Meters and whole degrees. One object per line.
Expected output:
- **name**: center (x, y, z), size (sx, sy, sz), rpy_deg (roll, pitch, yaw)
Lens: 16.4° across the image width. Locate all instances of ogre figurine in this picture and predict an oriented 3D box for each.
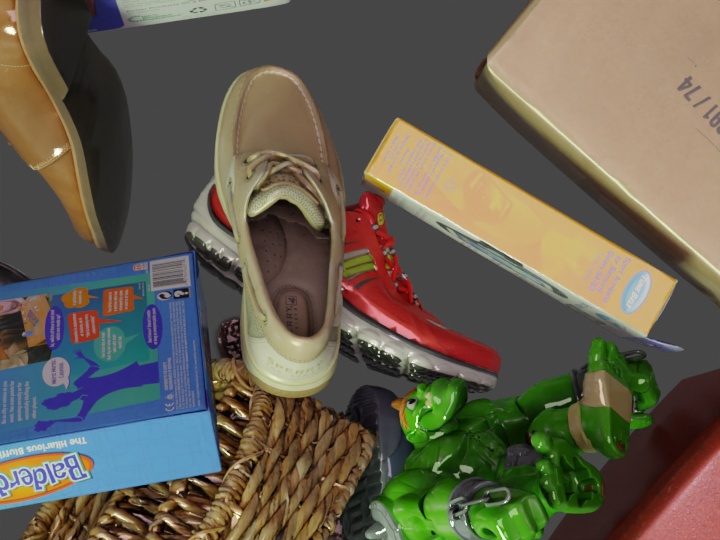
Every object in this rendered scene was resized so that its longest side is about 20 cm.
- **ogre figurine**: center (0.078, 0.103, 1.341), size (0.119, 0.200, 0.098), rpy_deg (-15, 123, 31)

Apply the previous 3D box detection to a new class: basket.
- **basket**: center (-0.101, 0.141, 1.339), size (0.149, 0.143, 0.200), rpy_deg (32, 62, -1)

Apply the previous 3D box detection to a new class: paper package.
- **paper package**: center (0.193, -0.113, 1.396), size (0.200, 0.103, 0.191), rpy_deg (40, 88, 1)

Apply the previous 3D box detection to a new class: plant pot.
- **plant pot**: center (0.194, 0.181, 1.328), size (0.176, 0.200, 0.200), rpy_deg (-37, 90, -13)

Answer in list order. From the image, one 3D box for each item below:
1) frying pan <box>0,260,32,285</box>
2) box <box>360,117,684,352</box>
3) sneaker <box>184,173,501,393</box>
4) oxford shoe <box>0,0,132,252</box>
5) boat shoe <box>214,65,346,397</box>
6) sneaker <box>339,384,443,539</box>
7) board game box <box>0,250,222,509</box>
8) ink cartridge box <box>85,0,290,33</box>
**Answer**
- **frying pan**: center (-0.211, 0.014, 1.430), size (0.114, 0.031, 0.191), rpy_deg (25, 92, -1)
- **box**: center (0.095, -0.016, 1.386), size (0.199, 0.119, 0.042), rpy_deg (28, 88, -1)
- **sneaker**: center (0.000, 0.000, 1.410), size (0.199, 0.077, 0.085), rpy_deg (31, 80, -3)
- **oxford shoe**: center (-0.173, -0.088, 1.372), size (0.071, 0.201, 0.072), rpy_deg (0, 47, 16)
- **boat shoe**: center (-0.039, -0.033, 1.350), size (0.072, 0.065, 0.201), rpy_deg (1, 60, -9)
- **sneaker**: center (0.038, 0.162, 1.419), size (0.082, 0.070, 0.201), rpy_deg (-6, 89, -22)
- **board game box**: center (-0.179, 0.063, 1.341), size (0.199, 0.152, 0.045), rpy_deg (-9, 124, 0)
- **ink cartridge box**: center (-0.139, -0.178, 1.344), size (0.196, 0.200, 0.047), rpy_deg (-7, 75, -1)
